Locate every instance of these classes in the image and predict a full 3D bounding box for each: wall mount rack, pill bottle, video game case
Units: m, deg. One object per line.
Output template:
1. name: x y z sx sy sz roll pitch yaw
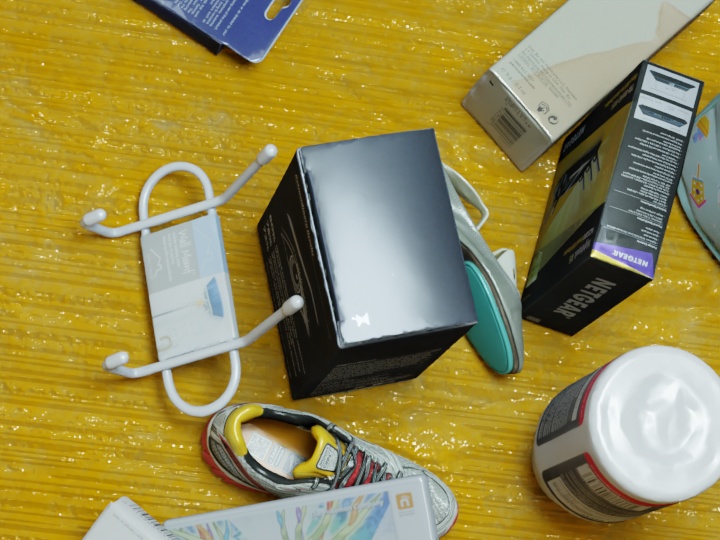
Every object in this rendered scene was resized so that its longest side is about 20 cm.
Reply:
1. wall mount rack: -0.115 -0.002 1.442 0.173 0.075 0.201 -17 72 19
2. pill bottle: 0.191 0.126 1.442 0.110 0.200 0.111 3 77 -11
3. video game case: -0.033 0.253 1.409 0.199 0.022 0.183 -11 85 12

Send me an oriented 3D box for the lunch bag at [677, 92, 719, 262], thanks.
1. lunch bag: 0.343 -0.065 1.535 0.122 0.170 0.201 -31 82 -22

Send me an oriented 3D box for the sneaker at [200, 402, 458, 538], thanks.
1. sneaker: -0.021 0.154 1.454 0.199 0.082 0.078 19 73 -7

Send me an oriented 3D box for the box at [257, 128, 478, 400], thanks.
1. box: 0.000 0.000 1.433 0.104 0.200 0.149 -9 79 -14

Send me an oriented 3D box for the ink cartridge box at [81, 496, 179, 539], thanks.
1. ink cartridge box: -0.172 0.289 1.401 0.161 0.050 0.200 38 95 11

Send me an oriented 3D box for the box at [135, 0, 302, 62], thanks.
1. box: -0.135 -0.257 1.556 0.199 0.032 0.121 33 73 -1

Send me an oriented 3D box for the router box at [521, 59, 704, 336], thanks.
1. router box: 0.185 -0.050 1.484 0.052 0.200 0.158 19 73 -6

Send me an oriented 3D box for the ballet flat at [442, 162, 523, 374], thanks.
1. ballet flat: 0.086 -0.016 1.528 0.064 0.067 0.201 -30 85 -27

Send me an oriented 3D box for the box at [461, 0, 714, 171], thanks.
1. box: 0.185 -0.179 1.572 0.200 0.095 0.078 -41 88 -16
